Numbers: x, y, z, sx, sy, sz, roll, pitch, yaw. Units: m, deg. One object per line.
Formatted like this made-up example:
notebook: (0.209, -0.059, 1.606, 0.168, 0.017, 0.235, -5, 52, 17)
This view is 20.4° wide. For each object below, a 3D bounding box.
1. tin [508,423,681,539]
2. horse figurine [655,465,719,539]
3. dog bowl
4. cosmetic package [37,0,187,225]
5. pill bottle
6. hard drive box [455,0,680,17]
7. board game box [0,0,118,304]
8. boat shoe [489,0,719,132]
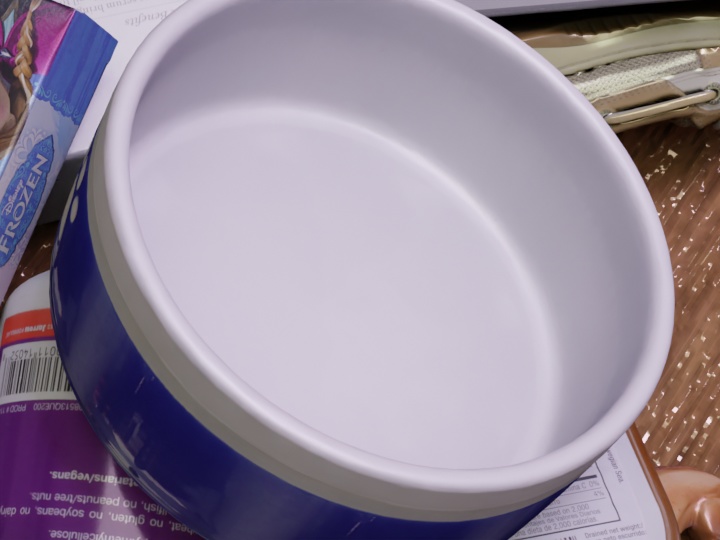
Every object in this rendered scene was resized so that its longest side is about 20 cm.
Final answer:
tin: (0.047, 0.066, 0.731, 0.111, 0.042, 0.201, -6, 50, -18)
horse figurine: (0.050, 0.124, 0.743, 0.199, 0.050, 0.133, 4, 61, 4)
dog bowl: (0.000, 0.000, 0.669, 0.199, 0.079, 0.201, 13, 54, -19)
cosmetic package: (-0.108, -0.130, 0.800, 0.101, 0.071, 0.201, -12, 75, -7)
pill bottle: (-0.085, 0.106, 0.711, 0.112, 0.113, 0.201, 7, 74, -2)
hard drive box: (0.047, -0.180, 0.752, 0.199, 0.077, 0.157, -3, 117, 9)
board game box: (-0.217, -0.030, 0.732, 0.199, 0.043, 0.200, 21, 85, 20)
boat shoe: (0.103, -0.074, 0.796, 0.199, 0.073, 0.064, -10, 110, -11)
